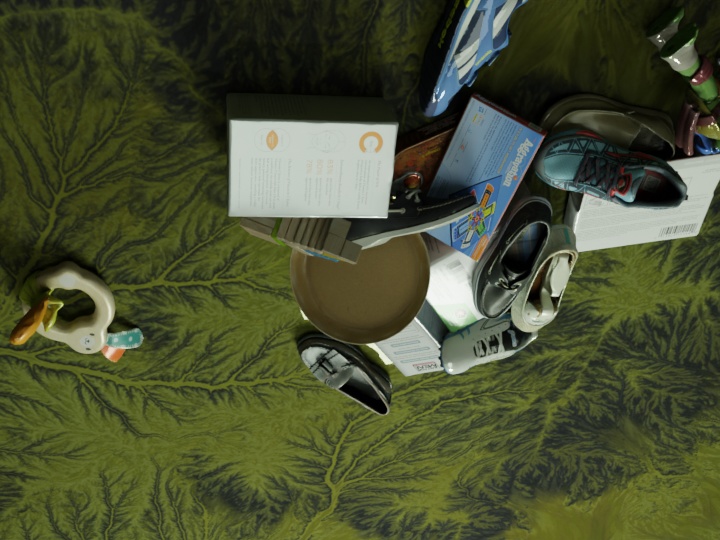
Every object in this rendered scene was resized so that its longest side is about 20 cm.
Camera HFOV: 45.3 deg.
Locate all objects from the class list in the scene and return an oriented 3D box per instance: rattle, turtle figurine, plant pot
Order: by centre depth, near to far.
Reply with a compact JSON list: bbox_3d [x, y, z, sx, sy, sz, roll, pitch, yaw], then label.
[{"bbox_3d":[0.453,-0.243,1.045,0.193,0.145,0.199,38,150,-24],"label":"turtle figurine"},{"bbox_3d":[0.000,0.000,1.185,0.198,0.027,0.202,1,95,13],"label":"plant pot"},{"bbox_3d":[-0.384,0.096,1.197,0.129,0.143,0.201,-31,126,-8],"label":"rattle"}]

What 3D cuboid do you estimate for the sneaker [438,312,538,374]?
[{"bbox_3d":[0.194,0.106,1.309,0.199,0.073,0.072,-17,-176,-41],"label":"sneaker"}]

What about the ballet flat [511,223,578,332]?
[{"bbox_3d":[0.252,0.027,1.188,0.067,0.063,0.201,-1,132,-7],"label":"ballet flat"}]

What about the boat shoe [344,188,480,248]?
[{"bbox_3d":[0.055,-0.074,1.115,0.198,0.074,0.061,-15,90,25],"label":"boat shoe"}]

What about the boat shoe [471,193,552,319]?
[{"bbox_3d":[0.199,-0.007,1.145,0.068,0.057,0.201,13,125,-7],"label":"boat shoe"}]

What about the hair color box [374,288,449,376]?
[{"bbox_3d":[0.066,0.078,1.296,0.098,0.061,0.200,-13,136,31],"label":"hair color box"}]

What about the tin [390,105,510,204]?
[{"bbox_3d":[0.121,-0.148,1.139,0.198,0.042,0.112,-22,128,8],"label":"tin"}]

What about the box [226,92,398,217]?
[{"bbox_3d":[-0.064,-0.141,1.054,0.198,0.098,0.126,0,119,-10],"label":"box"}]

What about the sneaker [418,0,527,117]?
[{"bbox_3d":[0.130,-0.262,1.014,0.081,0.074,0.201,10,130,-22],"label":"sneaker"}]

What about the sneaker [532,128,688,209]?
[{"bbox_3d":[0.314,-0.123,1.067,0.198,0.096,0.080,10,106,-5],"label":"sneaker"}]

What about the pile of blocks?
[{"bbox_3d":[-0.067,-0.058,1.125,0.082,0.199,0.063,31,79,-55],"label":"pile of blocks"}]

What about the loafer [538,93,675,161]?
[{"bbox_3d":[0.330,-0.181,1.127,0.198,0.068,0.077,0,129,-13],"label":"loafer"}]

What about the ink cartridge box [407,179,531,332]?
[{"bbox_3d":[0.179,-0.020,1.231,0.199,0.084,0.145,-28,131,14],"label":"ink cartridge box"}]

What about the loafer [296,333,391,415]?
[{"bbox_3d":[-0.018,0.168,1.377,0.072,0.063,0.199,-39,127,23],"label":"loafer"}]

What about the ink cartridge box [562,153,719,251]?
[{"bbox_3d":[0.393,-0.105,1.205,0.198,0.045,0.177,-8,143,-4],"label":"ink cartridge box"}]

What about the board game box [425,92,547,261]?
[{"bbox_3d":[0.148,-0.115,1.100,0.102,0.019,0.201,31,126,10],"label":"board game box"}]
